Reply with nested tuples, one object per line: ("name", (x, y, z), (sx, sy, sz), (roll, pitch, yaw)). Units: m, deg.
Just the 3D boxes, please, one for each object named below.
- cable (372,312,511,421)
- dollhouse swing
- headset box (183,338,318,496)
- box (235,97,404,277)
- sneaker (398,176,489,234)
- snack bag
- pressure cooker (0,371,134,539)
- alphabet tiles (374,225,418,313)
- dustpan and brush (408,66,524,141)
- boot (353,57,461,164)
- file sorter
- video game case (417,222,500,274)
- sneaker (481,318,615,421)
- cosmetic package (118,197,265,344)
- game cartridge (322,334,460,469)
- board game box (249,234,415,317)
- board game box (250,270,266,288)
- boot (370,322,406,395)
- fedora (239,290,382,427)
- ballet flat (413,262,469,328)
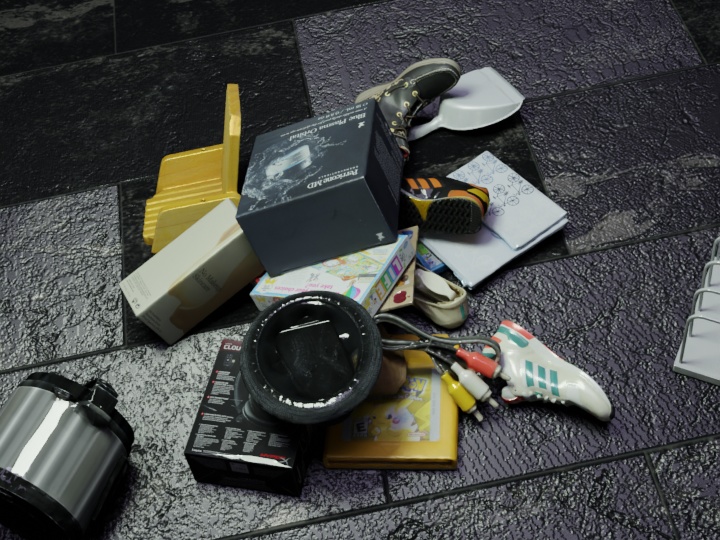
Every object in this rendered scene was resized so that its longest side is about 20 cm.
("cable", (0.104, 0.104, 1.466), (0.199, 0.050, 0.098), (33, 100, -5))
("dollhouse swing", (-0.252, -0.161, 1.697), (0.179, 0.178, 0.201), (-11, 31, -1))
("headset box", (-0.130, 0.182, 1.497), (0.147, 0.078, 0.202), (5, 51, 12))
("box", (-0.052, -0.118, 1.583), (0.194, 0.118, 0.201), (-16, 37, 18))
("sneaker", (0.095, -0.104, 1.670), (0.198, 0.071, 0.090), (10, 30, 22))
("snack bag", (0.175, -0.079, 1.682), (0.199, 0.022, 0.189), (-33, 54, -18))
("pressure cooker", (-0.383, 0.224, 1.433), (0.174, 0.180, 0.201), (12, 54, 21))
("alphabet tiles", (0.000, 0.000, 1.571), (0.165, 0.008, 0.201), (-15, 35, 17))
("dustpan and brush", (0.151, -0.257, 1.843), (0.198, 0.058, 0.140), (-17, 38, -14))
("boot", (0.070, -0.241, 1.791), (0.198, 0.073, 0.152), (-18, 48, 28))
("file sorter", (0.511, 0.042, 1.491), (0.137, 0.125, 0.201), (17, 55, 21))
("video game case", (0.153, -0.082, 1.713), (0.198, 0.018, 0.144), (-26, 53, -13))
("sneaker", (0.238, 0.153, 1.487), (0.199, 0.070, 0.094), (38, 83, 29))
("cosmetic package", (-0.229, 0.003, 1.608), (0.199, 0.105, 0.071), (-39, 55, 1))
("game cartridge", (0.045, 0.171, 1.512), (0.174, 0.033, 0.202), (-1, 51, 7))
("board game box", (-0.039, 0.004, 1.550), (0.198, 0.034, 0.135), (5, 46, 39))
("board game box", (-0.089, -0.048, 1.700), (0.198, 0.047, 0.152), (-28, 53, -15))
("boot", (0.010, 0.093, 1.539), (0.075, 0.074, 0.201), (11, 39, -22))
("fedora", (-0.057, 0.124, 1.425), (0.198, 0.092, 0.202), (-5, 48, 6))
("ballet flat", (0.069, 0.009, 1.607), (0.199, 0.070, 0.070), (30, 60, 22))
